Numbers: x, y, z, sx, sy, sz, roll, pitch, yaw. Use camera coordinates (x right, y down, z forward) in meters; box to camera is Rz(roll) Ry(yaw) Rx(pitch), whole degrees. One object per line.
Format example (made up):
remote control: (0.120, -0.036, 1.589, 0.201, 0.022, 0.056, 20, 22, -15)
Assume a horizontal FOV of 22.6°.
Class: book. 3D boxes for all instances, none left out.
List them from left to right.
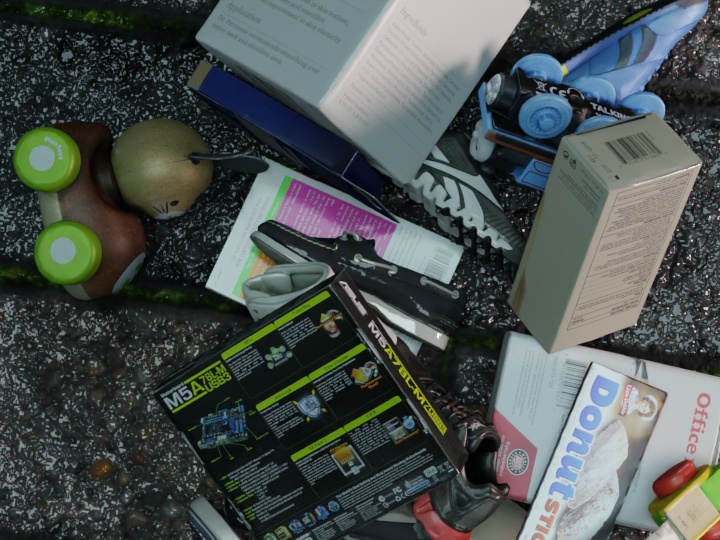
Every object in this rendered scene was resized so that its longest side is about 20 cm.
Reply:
book: (-0.022, -0.002, 1.637, 0.200, 0.048, 0.134, 25, 87, 1)

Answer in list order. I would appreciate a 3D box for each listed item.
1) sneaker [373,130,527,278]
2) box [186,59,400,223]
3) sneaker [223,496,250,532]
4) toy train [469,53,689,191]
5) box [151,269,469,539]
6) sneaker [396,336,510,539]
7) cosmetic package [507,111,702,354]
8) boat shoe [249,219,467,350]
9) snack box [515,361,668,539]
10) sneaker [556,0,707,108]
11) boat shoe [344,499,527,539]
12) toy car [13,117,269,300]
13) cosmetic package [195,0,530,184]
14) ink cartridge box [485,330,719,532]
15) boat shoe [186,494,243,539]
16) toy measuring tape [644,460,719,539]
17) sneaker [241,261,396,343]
sneaker: (0.095, -0.078, 1.616, 0.200, 0.066, 0.091, 41, 77, 17)
box: (-0.050, -0.111, 1.585, 0.200, 0.121, 0.032, 33, 88, 16)
sneaker: (-0.056, 0.157, 1.598, 0.074, 0.087, 0.200, 38, 97, -1)
toy train: (0.187, -0.110, 1.575, 0.200, 0.087, 0.114, 17, 129, -19)
box: (-0.043, 0.128, 1.503, 0.200, 0.048, 0.193, -32, 95, 24)
sneaker: (0.068, 0.135, 1.555, 0.098, 0.071, 0.201, -36, 65, 29)
cosmetic package: (0.203, -0.030, 1.525, 0.105, 0.200, 0.071, -16, 52, -29)
boat shoe: (0.000, 0.000, 1.584, 0.200, 0.074, 0.060, 28, 83, -3)
snack box: (0.193, 0.183, 1.547, 0.072, 0.024, 0.200, 23, 90, 4)
sneaker: (0.237, -0.181, 1.633, 0.200, 0.066, 0.078, -32, 98, 0)
boat shoe: (0.068, 0.232, 1.626, 0.200, 0.073, 0.063, 15, 130, -3)
toy car: (-0.181, -0.069, 1.580, 0.200, 0.164, 0.158, -13, 87, 4)
cosmetic package: (0.004, -0.217, 1.558, 0.167, 0.166, 0.200, 33, 88, 37)
ink cartridge box: (0.213, 0.145, 1.602, 0.200, 0.083, 0.145, 13, 88, 2)
boat shoe: (-0.116, 0.305, 1.607, 0.093, 0.075, 0.200, -36, 86, -6)
toy measuring tape: (0.253, 0.217, 1.504, 0.200, 0.074, 0.074, -35, 86, -30)
sneaker: (-0.077, 0.050, 1.571, 0.200, 0.074, 0.116, -21, 121, 35)
